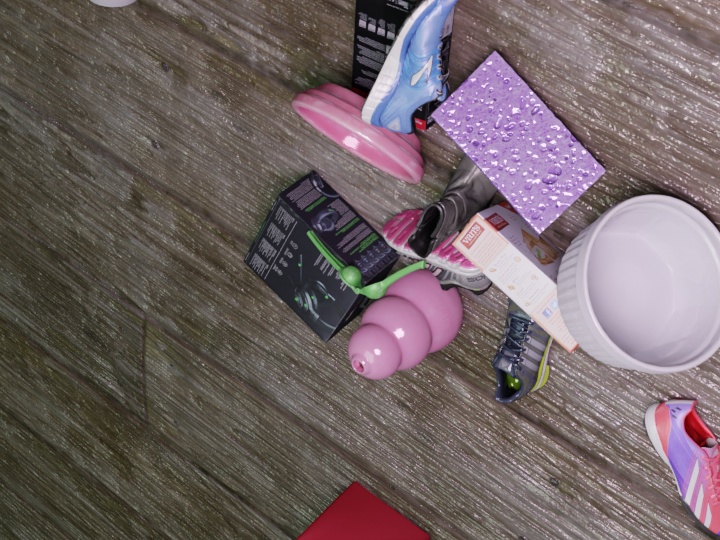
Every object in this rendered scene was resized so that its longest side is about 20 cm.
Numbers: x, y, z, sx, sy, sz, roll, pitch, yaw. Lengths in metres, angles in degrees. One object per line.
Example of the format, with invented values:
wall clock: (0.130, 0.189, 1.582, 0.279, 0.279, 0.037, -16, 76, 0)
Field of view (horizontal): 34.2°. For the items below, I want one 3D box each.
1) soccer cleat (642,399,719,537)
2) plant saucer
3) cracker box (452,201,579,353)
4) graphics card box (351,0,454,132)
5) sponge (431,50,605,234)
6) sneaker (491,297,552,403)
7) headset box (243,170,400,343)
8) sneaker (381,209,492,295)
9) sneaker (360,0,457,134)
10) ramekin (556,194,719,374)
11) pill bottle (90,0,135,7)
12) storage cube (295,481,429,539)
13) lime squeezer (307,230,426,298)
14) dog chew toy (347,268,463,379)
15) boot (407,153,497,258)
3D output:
soccer cleat: (0.442, 0.256, 1.514, 0.073, 0.068, 0.201, -24, 98, 45)
plant saucer: (0.004, -0.187, 1.545, 0.200, 0.051, 0.201, 31, 178, 1)
cracker box: (0.221, 0.004, 1.475, 0.200, 0.134, 0.058, 43, 112, 10)
graphics card box: (0.052, -0.290, 1.488, 0.125, 0.051, 0.201, 27, 135, 27)
sponge: (0.190, -0.155, 1.422, 0.111, 0.030, 0.200, -42, 85, 6)
sneaker: (0.220, 0.102, 1.595, 0.073, 0.081, 0.201, 20, 131, 32)
headset box: (-0.056, -0.015, 1.764, 0.200, 0.093, 0.174, 44, 139, 10)
sneaker: (0.109, -0.019, 1.617, 0.199, 0.074, 0.088, 24, 151, 43)
sneaker: (0.077, -0.251, 1.400, 0.089, 0.079, 0.201, 25, 122, -3)
ramekin: (0.322, 0.022, 1.352, 0.201, 0.200, 0.105, 54, 161, -3)
pill bottle: (-0.360, -0.488, 1.687, 0.112, 0.112, 0.201, 31, 137, 23)
storage cube: (-0.006, 0.518, 2.048, 0.199, 0.180, 0.172, 32, 136, 21)
lime squeezer: (0.000, 0.000, 1.626, 0.199, 0.038, 0.071, 16, 123, 33)
dog chew toy: (0.057, 0.081, 1.644, 0.124, 0.200, 0.125, 24, 133, 29)
boot: (0.133, -0.102, 1.487, 0.068, 0.130, 0.201, 38, 139, 15)
